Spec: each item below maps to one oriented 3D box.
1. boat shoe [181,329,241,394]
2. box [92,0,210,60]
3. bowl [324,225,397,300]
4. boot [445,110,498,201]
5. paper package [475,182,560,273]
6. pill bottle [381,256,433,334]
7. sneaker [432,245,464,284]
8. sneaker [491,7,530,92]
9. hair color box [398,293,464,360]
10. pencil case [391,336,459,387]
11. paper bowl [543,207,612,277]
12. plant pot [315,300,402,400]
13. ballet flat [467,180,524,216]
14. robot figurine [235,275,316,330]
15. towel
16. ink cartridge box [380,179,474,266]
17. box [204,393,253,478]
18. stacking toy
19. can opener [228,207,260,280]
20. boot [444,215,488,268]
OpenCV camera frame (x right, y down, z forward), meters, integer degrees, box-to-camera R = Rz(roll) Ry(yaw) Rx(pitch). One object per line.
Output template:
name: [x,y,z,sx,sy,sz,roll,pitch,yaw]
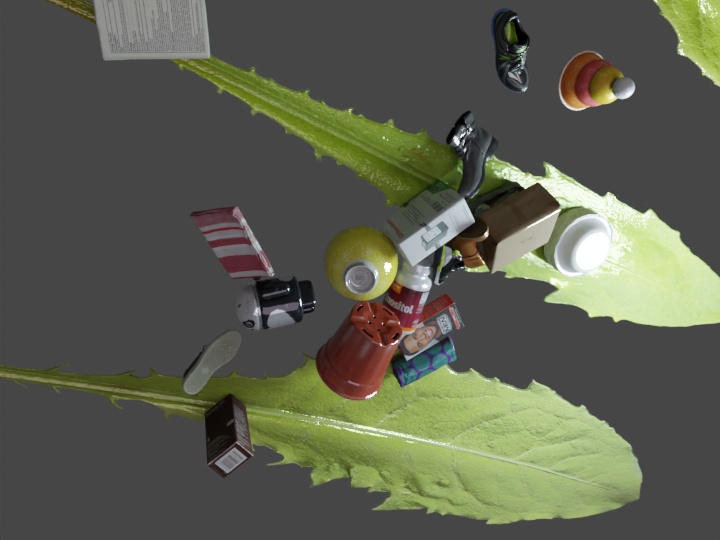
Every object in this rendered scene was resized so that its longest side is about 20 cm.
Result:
boat shoe: [-0.392,0.232,1.450,0.201,0.062,0.075,-50,117,-9]
box: [-0.396,-0.478,1.066,0.197,0.109,0.130,-6,118,-16]
bowl: [0.000,0.000,1.411,0.197,0.108,0.203,1,115,1]
boot: [0.259,-0.286,1.394,0.131,0.069,0.202,33,71,-28]
paper package: [0.414,-0.110,1.492,0.198,0.104,0.191,-29,153,-6]
pill bottle: [0.126,0.062,1.514,0.111,0.113,0.203,8,112,-22]
sneaker: [0.236,-0.008,1.482,0.081,0.200,0.073,7,74,9]
sneaker: [0.364,-0.519,1.325,0.070,0.083,0.201,-25,121,-5]
hair color box: [0.192,0.165,1.618,0.198,0.061,0.102,-30,122,-2]
pencil case: [0.190,0.269,1.655,0.198,0.092,0.086,-25,88,-4]
paper bowl: [0.651,-0.075,1.635,0.198,0.105,0.203,-9,119,-16]
plant pot: [0.006,0.200,1.460,0.198,0.202,0.196,11,130,-23]
ballet flat: [0.357,-0.177,1.504,0.198,0.064,0.068,-32,119,-2]
robot figurine: [-0.214,0.083,1.399,0.197,0.125,0.152,-10,119,-15]
towel: [-0.301,-0.059,1.307,0.142,0.023,0.202,-2,129,31]
ink cartridge box: [0.166,-0.123,1.417,0.199,0.146,0.084,-35,123,1]
box: [-0.354,0.436,1.482,0.100,0.200,0.075,-38,119,2]
stacking toy: [0.598,-0.455,1.370,0.144,0.200,0.148,-8,119,-15]
can opener: [-0.280,-0.059,1.339,0.053,0.067,0.202,-27,117,-3]
boot: [0.293,-0.066,1.468,0.074,0.199,0.155,-49,118,-16]
